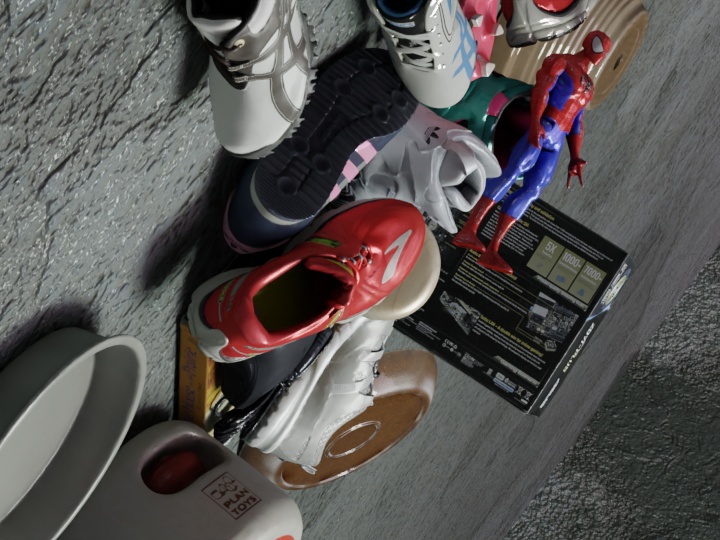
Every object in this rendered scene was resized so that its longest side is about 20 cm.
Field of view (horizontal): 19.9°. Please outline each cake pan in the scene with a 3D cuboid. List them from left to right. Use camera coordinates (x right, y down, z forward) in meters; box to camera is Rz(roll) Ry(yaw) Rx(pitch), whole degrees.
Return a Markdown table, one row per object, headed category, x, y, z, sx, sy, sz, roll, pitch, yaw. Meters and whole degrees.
| category | x | y | z | sx | sy | sz | roll | pitch | yaw |
| --- | --- | --- | --- | --- | --- | --- | --- | --- | --- |
| cake pan | -0.208 | 0.117 | 1.283 | 0.200 | 0.037 | 0.200 | -52 | 165 | -20 |

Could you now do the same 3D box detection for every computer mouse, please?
| category | x | y | z | sx | sy | sz | roll | pitch | yaw |
| --- | --- | --- | --- | --- | --- | --- | --- | --- | --- |
| computer mouse | -0.057 | 0.052 | 1.495 | 0.139 | 0.053 | 0.200 | -51 | 163 | -20 |

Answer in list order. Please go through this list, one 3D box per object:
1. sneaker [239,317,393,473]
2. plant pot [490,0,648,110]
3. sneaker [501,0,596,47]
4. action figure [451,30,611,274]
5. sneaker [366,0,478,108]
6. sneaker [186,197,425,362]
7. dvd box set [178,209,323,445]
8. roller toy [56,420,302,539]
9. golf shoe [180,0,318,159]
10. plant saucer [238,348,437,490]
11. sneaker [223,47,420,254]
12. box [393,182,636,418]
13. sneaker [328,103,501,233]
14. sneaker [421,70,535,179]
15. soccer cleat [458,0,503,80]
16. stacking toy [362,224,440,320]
| category | x | y | z | sx | sy | sz | roll | pitch | yaw |
| --- | --- | --- | --- | --- | --- | --- | --- | --- | --- |
| sneaker | -0.014 | 0.077 | 1.703 | 0.200 | 0.082 | 0.075 | -51 | -154 | 1 |
| plant pot | 0.190 | -0.206 | 1.816 | 0.201 | 0.093 | 0.201 | -51 | 165 | -20 |
| sneaker | 0.159 | -0.252 | 1.635 | 0.200 | 0.077 | 0.085 | -58 | 134 | -55 |
| action figure | 0.141 | -0.096 | 1.572 | 0.065 | 0.052 | 0.200 | 34 | 78 | -41 |
| sneaker | 0.034 | -0.173 | 1.374 | 0.200 | 0.072 | 0.073 | 75 | 35 | -53 |
| sneaker | -0.021 | 0.009 | 1.387 | 0.200 | 0.077 | 0.085 | -31 | -168 | -33 |
| dvd box set | -0.086 | 0.049 | 1.560 | 0.146 | 0.029 | 0.200 | -49 | 163 | -31 |
| roller toy | -0.136 | 0.215 | 1.502 | 0.183 | 0.140 | 0.200 | -51 | 163 | -10 |
| golf shoe | -0.070 | -0.141 | 1.169 | 0.094 | 0.078 | 0.200 | -22 | 144 | -37 |
| plant saucer | -0.013 | 0.139 | 1.814 | 0.200 | 0.032 | 0.200 | -27 | 157 | -12 |
| sneaker | -0.032 | -0.084 | 1.426 | 0.200 | 0.070 | 0.082 | -45 | -177 | -43 |
| box | 0.110 | 0.006 | 1.774 | 0.164 | 0.200 | 0.086 | -58 | 166 | 1 |
| sneaker | 0.039 | -0.066 | 1.562 | 0.075 | 0.115 | 0.200 | -52 | 165 | -20 |
| sneaker | 0.100 | -0.116 | 1.646 | 0.084 | 0.121 | 0.200 | -56 | 166 | -5 |
| soccer cleat | 0.079 | -0.232 | 1.479 | 0.067 | 0.076 | 0.201 | 20 | 85 | -55 |
| stacking toy | 0.000 | 0.000 | 1.578 | 0.085 | 0.085 | 0.200 | -55 | -173 | -9 |
